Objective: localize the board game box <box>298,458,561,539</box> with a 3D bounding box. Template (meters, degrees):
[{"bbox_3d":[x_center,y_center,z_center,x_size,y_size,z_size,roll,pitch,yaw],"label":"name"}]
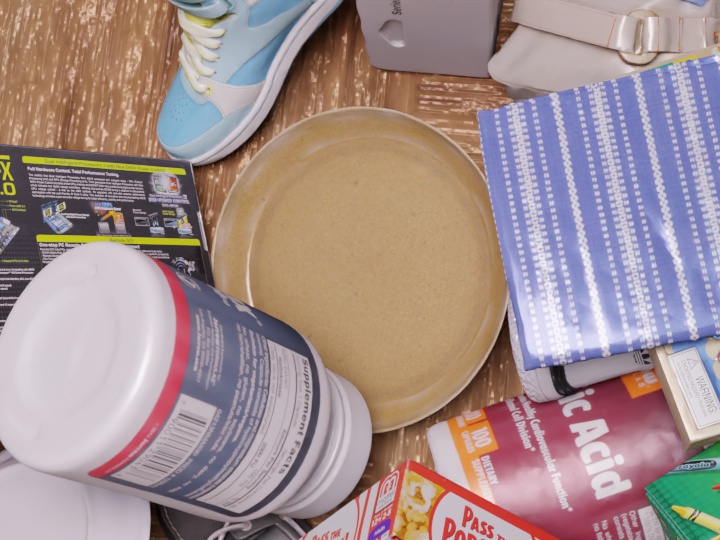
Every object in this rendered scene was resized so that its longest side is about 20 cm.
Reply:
[{"bbox_3d":[0.062,0.190,0.671,0.200,0.151,0.046,30,46,-17],"label":"board game box"}]

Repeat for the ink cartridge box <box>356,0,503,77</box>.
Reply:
[{"bbox_3d":[0.057,-0.238,0.791,0.084,0.145,0.200,9,80,7],"label":"ink cartridge box"}]

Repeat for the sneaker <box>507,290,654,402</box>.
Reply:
[{"bbox_3d":[0.149,-0.013,0.739,0.115,0.075,0.200,-8,45,18],"label":"sneaker"}]

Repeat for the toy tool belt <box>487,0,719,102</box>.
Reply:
[{"bbox_3d":[0.184,-0.145,0.761,0.200,0.125,0.123,12,78,33],"label":"toy tool belt"}]

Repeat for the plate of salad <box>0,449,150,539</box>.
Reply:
[{"bbox_3d":[-0.197,0.182,0.722,0.200,0.048,0.200,-20,43,20],"label":"plate of salad"}]

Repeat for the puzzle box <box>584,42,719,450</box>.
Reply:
[{"bbox_3d":[0.197,-0.021,0.654,0.133,0.025,0.200,-18,71,2],"label":"puzzle box"}]

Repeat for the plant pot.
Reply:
[{"bbox_3d":[0.000,0.000,0.786,0.200,0.027,0.201,-1,88,22],"label":"plant pot"}]

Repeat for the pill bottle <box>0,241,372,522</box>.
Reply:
[{"bbox_3d":[-0.087,0.072,0.689,0.119,0.200,0.120,-16,62,31],"label":"pill bottle"}]

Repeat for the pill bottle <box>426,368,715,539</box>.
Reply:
[{"bbox_3d":[0.148,0.112,0.731,0.200,0.114,0.114,-19,78,2],"label":"pill bottle"}]

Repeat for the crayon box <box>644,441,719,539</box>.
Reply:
[{"bbox_3d":[0.246,0.167,0.682,0.119,0.058,0.200,-31,119,-1],"label":"crayon box"}]

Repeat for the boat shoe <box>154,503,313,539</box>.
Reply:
[{"bbox_3d":[-0.046,0.185,0.765,0.200,0.057,0.067,37,85,11],"label":"boat shoe"}]

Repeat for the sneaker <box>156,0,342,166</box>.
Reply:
[{"bbox_3d":[-0.097,-0.153,0.770,0.080,0.130,0.200,50,116,29],"label":"sneaker"}]

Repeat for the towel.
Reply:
[{"bbox_3d":[0.167,-0.036,0.641,0.200,0.024,0.145,-11,73,7],"label":"towel"}]

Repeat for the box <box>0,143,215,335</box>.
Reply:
[{"bbox_3d":[-0.173,0.009,0.748,0.044,0.200,0.161,-23,75,39],"label":"box"}]
